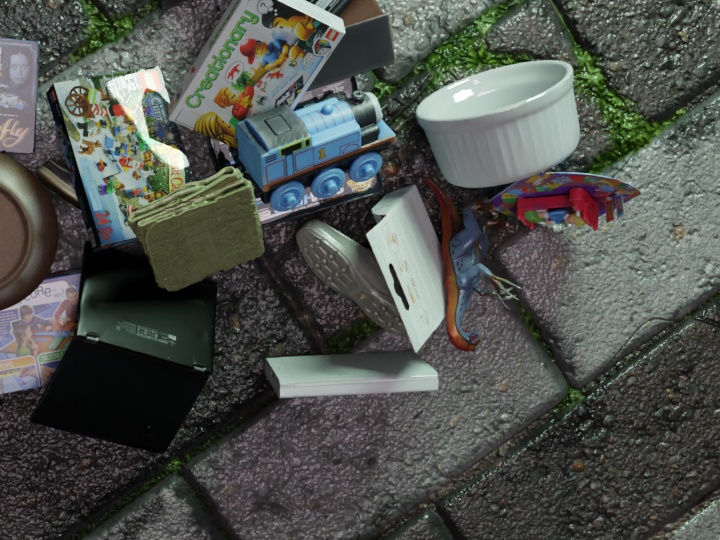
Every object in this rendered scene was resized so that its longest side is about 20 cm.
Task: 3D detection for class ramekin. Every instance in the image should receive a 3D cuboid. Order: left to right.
[{"bbox_3d":[0.176,-0.180,1.599,0.200,0.200,0.098,-21,111,-8],"label":"ramekin"}]

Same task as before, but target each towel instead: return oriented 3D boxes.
[{"bbox_3d":[-0.187,-0.046,1.511,0.148,0.200,0.037,-22,65,-6],"label":"towel"}]

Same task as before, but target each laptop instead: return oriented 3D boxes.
[{"bbox_3d":[-0.288,0.098,1.591,0.187,0.116,0.201,20,57,-33],"label":"laptop"}]

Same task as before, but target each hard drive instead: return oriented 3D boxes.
[{"bbox_3d":[-0.014,0.132,1.639,0.199,0.132,0.026,-2,100,-12],"label":"hard drive"}]

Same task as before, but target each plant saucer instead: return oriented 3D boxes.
[{"bbox_3d":[-0.460,-0.043,1.525,0.199,0.037,0.202,-2,99,-10],"label":"plant saucer"}]

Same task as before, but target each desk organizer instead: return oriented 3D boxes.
[{"bbox_3d":[-0.066,-0.272,1.576,0.199,0.077,0.072,-19,132,-9],"label":"desk organizer"}]

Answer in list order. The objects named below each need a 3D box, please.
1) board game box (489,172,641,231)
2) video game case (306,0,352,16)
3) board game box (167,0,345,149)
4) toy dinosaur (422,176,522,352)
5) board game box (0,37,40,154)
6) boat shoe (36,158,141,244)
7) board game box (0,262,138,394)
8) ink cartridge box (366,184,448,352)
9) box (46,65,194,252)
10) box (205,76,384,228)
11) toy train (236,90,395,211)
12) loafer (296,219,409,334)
[{"bbox_3d":[0.253,-0.073,1.628,0.157,0.200,0.039,8,74,-17],"label":"board game box"},{"bbox_3d":[-0.062,-0.398,1.542,0.181,0.026,0.200,40,79,7],"label":"video game case"},{"bbox_3d":[-0.123,-0.233,1.498,0.126,0.035,0.200,21,124,-26],"label":"board game box"},{"bbox_3d":[0.133,0.005,1.649,0.199,0.105,0.182,24,75,28],"label":"toy dinosaur"},{"bbox_3d":[-0.485,-0.213,1.526,0.199,0.035,0.136,3,99,-13],"label":"board game box"},{"bbox_3d":[-0.297,-0.086,1.576,0.200,0.072,0.066,33,82,-17],"label":"boat shoe"},{"bbox_3d":[-0.364,0.069,1.601,0.199,0.034,0.136,-9,102,-12],"label":"board game box"},{"bbox_3d":[0.053,-0.001,1.601,0.047,0.200,0.161,-17,104,26],"label":"ink cartridge box"},{"bbox_3d":[-0.278,-0.135,1.534,0.136,0.038,0.201,-16,86,-29],"label":"box"},{"bbox_3d":[-0.085,-0.149,1.620,0.199,0.046,0.160,-18,103,-9],"label":"box"},{"bbox_3d":[-0.053,-0.147,1.530,0.199,0.087,0.115,-22,143,-19],"label":"toy train"},{"bbox_3d":[0.000,0.000,1.659,0.200,0.070,0.070,43,46,-20],"label":"loafer"}]
